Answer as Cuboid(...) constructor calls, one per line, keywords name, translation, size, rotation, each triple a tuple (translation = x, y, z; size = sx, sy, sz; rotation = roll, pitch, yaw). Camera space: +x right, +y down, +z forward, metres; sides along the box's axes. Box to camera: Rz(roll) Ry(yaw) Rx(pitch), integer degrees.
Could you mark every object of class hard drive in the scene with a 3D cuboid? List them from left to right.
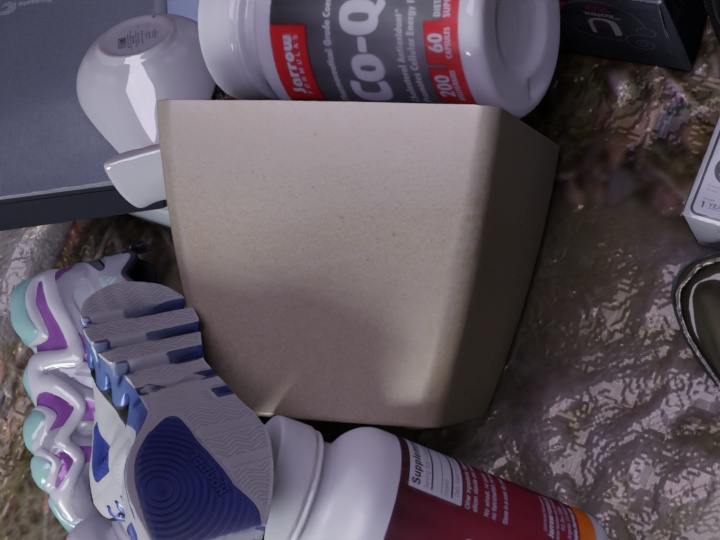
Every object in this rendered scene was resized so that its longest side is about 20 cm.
Cuboid(name="hard drive", translation=(-0.196, -0.117, 1.109), size=(0.139, 0.033, 0.201), rotation=(-8, 49, 3))

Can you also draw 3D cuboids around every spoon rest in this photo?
Cuboid(name="spoon rest", translation=(-0.134, -0.101, 1.035), size=(0.099, 0.061, 0.200), rotation=(-14, 36, 3))

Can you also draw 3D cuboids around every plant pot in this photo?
Cuboid(name="plant pot", translation=(0.000, 0.000, 0.978), size=(0.199, 0.200, 0.178), rotation=(3, 89, 17))

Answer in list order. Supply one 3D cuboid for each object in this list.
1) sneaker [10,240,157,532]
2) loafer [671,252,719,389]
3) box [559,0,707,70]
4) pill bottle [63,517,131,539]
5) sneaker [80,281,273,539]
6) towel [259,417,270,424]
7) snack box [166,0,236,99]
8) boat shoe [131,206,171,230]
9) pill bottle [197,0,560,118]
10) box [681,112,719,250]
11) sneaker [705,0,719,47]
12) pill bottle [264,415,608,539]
Cuboid(name="sneaker", translation=(-0.150, 0.071, 1.073), size=(0.139, 0.078, 0.201), rotation=(-23, 67, 14))
Cuboid(name="loafer", translation=(0.248, 0.063, 0.926), size=(0.075, 0.070, 0.200), rotation=(-40, 64, 5))
Cuboid(name="box", translation=(0.169, -0.245, 1.035), size=(0.122, 0.106, 0.201), rotation=(12, 79, 24))
Cuboid(name="pill bottle", translation=(-0.162, 0.229, 1.001), size=(0.109, 0.109, 0.200), rotation=(39, 95, 26))
Cuboid(name="sneaker", translation=(-0.102, 0.109, 0.893), size=(0.080, 0.116, 0.200), rotation=(-9, 41, -17))
Cuboid(name="towel", translation=(-0.059, 0.143, 0.995), size=(0.048, 0.112, 0.201), rotation=(-37, 62, 18))
Cuboid(name="snack box", translation=(-0.031, -0.188, 1.115), size=(0.199, 0.068, 0.169), rotation=(-11, 71, 16))
Cuboid(name="boat shoe", translation=(-0.155, -0.073, 1.125), size=(0.199, 0.071, 0.064), rotation=(21, 83, 27))
Cuboid(name="pill bottle", translation=(0.008, -0.148, 0.981), size=(0.199, 0.114, 0.114), rotation=(4, 75, 32))
Cuboid(name="box", translation=(0.282, -0.099, 0.971), size=(0.116, 0.060, 0.201), rotation=(18, 81, 25))
Cuboid(name="sneaker", translation=(0.240, -0.104, 0.911), size=(0.070, 0.078, 0.201), rotation=(-26, 65, 12))
Cuboid(name="pill bottle", translation=(0.029, 0.156, 0.908), size=(0.199, 0.113, 0.113), rotation=(23, 80, -13))
